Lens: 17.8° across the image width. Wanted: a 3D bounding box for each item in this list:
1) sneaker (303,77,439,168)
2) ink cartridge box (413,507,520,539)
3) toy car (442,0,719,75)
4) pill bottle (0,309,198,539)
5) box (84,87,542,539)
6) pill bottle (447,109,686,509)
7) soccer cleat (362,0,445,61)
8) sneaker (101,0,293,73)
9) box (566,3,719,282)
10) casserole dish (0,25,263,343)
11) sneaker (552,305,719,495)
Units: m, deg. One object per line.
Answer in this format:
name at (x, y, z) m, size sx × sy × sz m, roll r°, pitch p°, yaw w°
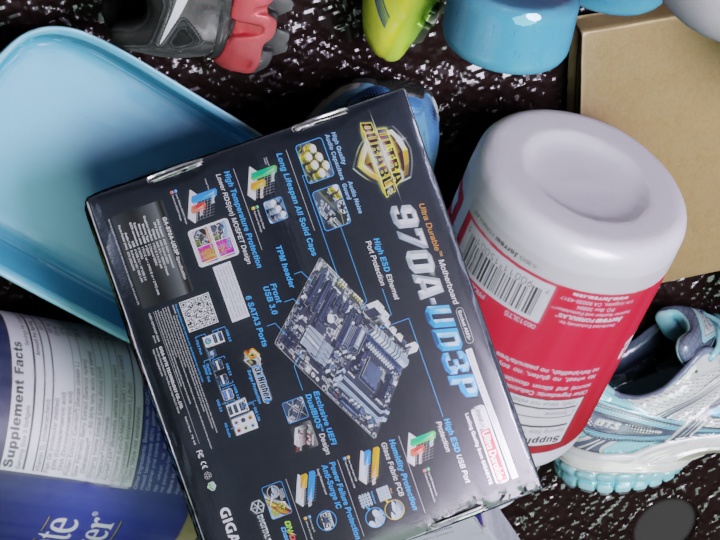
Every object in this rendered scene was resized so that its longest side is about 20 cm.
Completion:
sneaker at (0.000, 0.000, 1.145) m, size 0.078 × 0.090 × 0.201 m, roll 6°, pitch 117°, yaw -24°
ink cartridge box at (-0.015, 0.165, 1.202) m, size 0.195 × 0.044 × 0.200 m, roll -16°, pitch 148°, yaw 10°
toy car at (0.161, -0.163, 1.010) m, size 0.177 × 0.199 × 0.185 m, roll -31°, pitch 143°, yaw -45°
pill bottle at (-0.164, 0.077, 1.118) m, size 0.199 × 0.112 × 0.112 m, roll 10°, pitch 116°, yaw -25°
box at (-0.023, 0.035, 1.063) m, size 0.158 × 0.046 × 0.201 m, roll -20°, pitch 91°, yaw -9°
pill bottle at (0.080, 0.027, 1.168) m, size 0.111 × 0.113 × 0.201 m, roll 4°, pitch 132°, yaw -22°
soccer cleat at (0.022, -0.194, 1.064) m, size 0.083 × 0.065 × 0.201 m, roll 17°, pitch 122°, yaw 4°
sneaker at (-0.078, -0.180, 1.017) m, size 0.097 × 0.071 × 0.202 m, roll -5°, pitch 122°, yaw -18°
box at (0.203, -0.074, 1.217) m, size 0.198 × 0.021 × 0.165 m, roll -11°, pitch 123°, yaw -14°
casserole dish at (-0.116, -0.039, 1.094) m, size 0.199 × 0.039 × 0.122 m, roll 30°, pitch 99°, yaw -25°
sneaker at (0.200, 0.059, 1.266) m, size 0.199 × 0.078 × 0.087 m, roll -16°, pitch 121°, yaw -11°
